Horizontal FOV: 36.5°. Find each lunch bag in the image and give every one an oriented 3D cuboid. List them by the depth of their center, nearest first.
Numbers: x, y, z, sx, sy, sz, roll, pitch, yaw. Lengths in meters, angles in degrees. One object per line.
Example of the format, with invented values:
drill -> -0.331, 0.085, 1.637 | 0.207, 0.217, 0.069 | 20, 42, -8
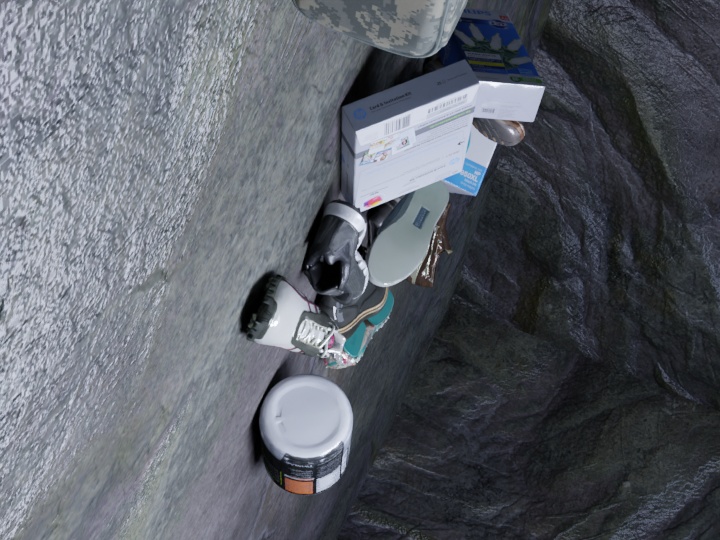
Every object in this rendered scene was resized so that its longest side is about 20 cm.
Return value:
lunch bag -> 0.037, -0.284, 0.816 | 0.200, 0.139, 0.168 | 98, 17, -61

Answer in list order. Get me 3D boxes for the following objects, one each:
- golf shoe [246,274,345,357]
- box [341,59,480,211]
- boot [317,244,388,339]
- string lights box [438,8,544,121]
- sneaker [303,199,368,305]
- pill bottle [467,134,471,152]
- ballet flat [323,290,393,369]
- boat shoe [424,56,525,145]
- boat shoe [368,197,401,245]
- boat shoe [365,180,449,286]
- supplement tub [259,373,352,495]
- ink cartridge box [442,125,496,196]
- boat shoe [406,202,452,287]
golf shoe -> -0.067, 0.056, 1.210 | 0.200, 0.088, 0.077 | 28, 86, -80
box -> 0.055, -0.152, 1.289 | 0.156, 0.041, 0.200 | -23, 157, -10
boot -> 0.000, 0.000, 1.543 | 0.200, 0.077, 0.138 | -57, 162, -55
string lights box -> 0.172, -0.286, 1.501 | 0.200, 0.103, 0.059 | -103, -159, -47
sneaker -> -0.035, 0.001, 1.354 | 0.091, 0.066, 0.200 | -60, 165, -27
pill bottle -> 0.089, -0.187, 1.483 | 0.200, 0.111, 0.111 | -15, 127, -79
ballet flat -> -0.010, 0.091, 1.769 | 0.064, 0.076, 0.200 | -35, -171, 37
boat shoe -> 0.172, -0.254, 1.556 | 0.072, 0.200, 0.076 | -37, 148, -7
boat shoe -> 0.037, -0.046, 1.699 | 0.057, 0.067, 0.200 | -47, 159, -22
boat shoe -> 0.059, -0.046, 1.524 | 0.201, 0.070, 0.072 | -57, -173, -33
supplement tub -> -0.074, 0.230, 1.478 | 0.200, 0.122, 0.123 | 97, 17, -62
ink cartridge box -> 0.154, -0.226, 1.691 | 0.200, 0.084, 0.145 | -68, -158, 0
boat shoe -> 0.172, -0.058, 2.438 | 0.075, 0.075, 0.203 | -22, 133, -78
